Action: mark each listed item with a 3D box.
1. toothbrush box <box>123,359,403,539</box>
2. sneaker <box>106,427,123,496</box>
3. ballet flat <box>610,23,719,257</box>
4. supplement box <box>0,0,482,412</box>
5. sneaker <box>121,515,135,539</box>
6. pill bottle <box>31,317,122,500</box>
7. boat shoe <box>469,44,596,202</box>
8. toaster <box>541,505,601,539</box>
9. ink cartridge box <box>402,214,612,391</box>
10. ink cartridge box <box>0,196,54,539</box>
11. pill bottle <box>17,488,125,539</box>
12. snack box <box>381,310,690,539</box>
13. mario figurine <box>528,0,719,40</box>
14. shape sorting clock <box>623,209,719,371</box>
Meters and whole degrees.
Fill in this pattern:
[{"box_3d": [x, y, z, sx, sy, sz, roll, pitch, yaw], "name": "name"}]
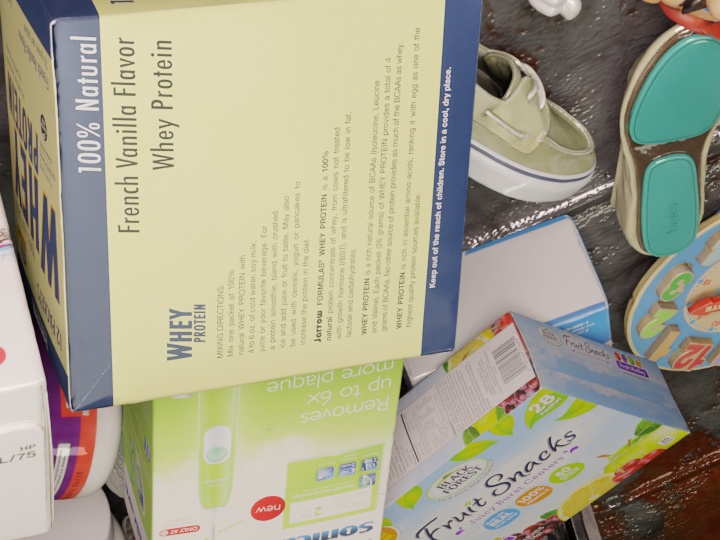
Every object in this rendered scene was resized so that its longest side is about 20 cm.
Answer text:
[{"box_3d": [-0.060, 0.082, 0.990, 0.145, 0.086, 0.201, -8, 133, -17], "name": "toothbrush box"}, {"box_3d": [-0.118, 0.091, 1.103, 0.074, 0.082, 0.200, 5, 135, -31], "name": "sneaker"}, {"box_3d": [0.186, -0.092, 1.052, 0.069, 0.070, 0.201, -13, 140, -12], "name": "ballet flat"}, {"box_3d": [-0.063, -0.062, 0.832, 0.199, 0.134, 0.201, -9, 120, -19], "name": "supplement box"}, {"box_3d": [-0.140, 0.203, 1.272, 0.088, 0.082, 0.200, -23, 146, 0], "name": "sneaker"}, {"box_3d": [-0.250, 0.085, 1.014, 0.199, 0.113, 0.113, 0, 141, -30], "name": "pill bottle"}, {"box_3d": [0.074, -0.093, 0.979, 0.199, 0.072, 0.062, 16, 134, -39], "name": "boat shoe"}, {"box_3d": [0.107, 0.248, 1.392, 0.180, 0.201, 0.119, -6, 142, -8], "name": "toaster"}, {"box_3d": [0.104, 0.067, 1.212, 0.144, 0.085, 0.200, -20, 148, -1], "name": "ink cartridge box"}, {"box_3d": [-0.245, 0.028, 0.855, 0.146, 0.201, 0.146, -10, 145, -16], "name": "ink cartridge box"}, {"box_3d": [-0.222, 0.228, 1.232, 0.114, 0.115, 0.200, -12, 146, -14], "name": "pill bottle"}, {"box_3d": [0.091, 0.123, 1.147, 0.168, 0.068, 0.200, 20, 128, -44], "name": "snack box"}, {"box_3d": [0.162, -0.173, 0.878, 0.123, 0.107, 0.200, -4, 156, 46], "name": "mario figurine"}, {"box_3d": [0.291, 0.011, 1.278, 0.199, 0.039, 0.200, -15, 147, -10], "name": "shape sorting clock"}]
